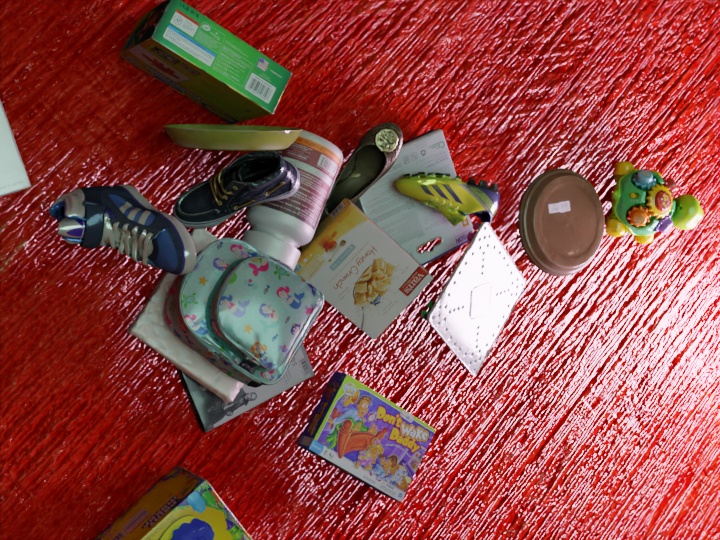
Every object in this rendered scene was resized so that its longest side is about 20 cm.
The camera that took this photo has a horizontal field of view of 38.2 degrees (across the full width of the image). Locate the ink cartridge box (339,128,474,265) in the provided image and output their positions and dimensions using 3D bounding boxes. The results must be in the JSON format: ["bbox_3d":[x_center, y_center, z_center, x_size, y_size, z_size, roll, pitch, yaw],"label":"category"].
[{"bbox_3d":[0.082,-0.110,1.737,0.196,0.043,0.200,-26,106,-27],"label":"ink cartridge box"}]

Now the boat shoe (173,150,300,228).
[{"bbox_3d":[-0.191,-0.123,1.506,0.200,0.091,0.071,-19,73,8],"label":"boat shoe"}]

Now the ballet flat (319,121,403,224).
[{"bbox_3d":[-0.006,-0.149,1.634,0.067,0.046,0.200,42,101,-9],"label":"ballet flat"}]

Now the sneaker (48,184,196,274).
[{"bbox_3d":[-0.336,-0.046,1.418,0.146,0.200,0.081,-17,137,-43],"label":"sneaker"}]

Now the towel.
[{"bbox_3d":[-0.219,0.064,1.551,0.191,0.032,0.200,36,67,-15],"label":"towel"}]

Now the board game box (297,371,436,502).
[{"bbox_3d":[0.012,0.272,1.697,0.200,0.045,0.135,34,74,-25],"label":"board game box"}]

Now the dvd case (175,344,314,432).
[{"bbox_3d":[-0.181,0.137,1.599,0.200,0.025,0.151,-26,102,-27],"label":"dvd case"}]

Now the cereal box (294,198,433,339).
[{"bbox_3d":[0.000,0.000,1.657,0.200,0.040,0.144,40,98,-25],"label":"cereal box"}]

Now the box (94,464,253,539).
[{"bbox_3d":[-0.264,0.426,1.500,0.200,0.122,0.193,-42,111,-22],"label":"box"}]

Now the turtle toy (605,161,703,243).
[{"bbox_3d":[0.557,-0.125,1.969,0.200,0.101,0.146,11,85,-29],"label":"turtle toy"}]

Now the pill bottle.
[{"bbox_3d":[-0.109,-0.106,1.590,0.109,0.110,0.200,27,77,-27],"label":"pill bottle"}]

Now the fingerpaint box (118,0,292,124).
[{"bbox_3d":[-0.223,-0.297,1.491,0.200,0.167,0.073,30,78,-25],"label":"fingerpaint box"}]

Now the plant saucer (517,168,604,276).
[{"bbox_3d":[0.376,-0.089,1.910,0.200,0.029,0.201,0,91,-28],"label":"plant saucer"}]

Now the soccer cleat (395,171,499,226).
[{"bbox_3d":[0.146,-0.116,1.716,0.200,0.065,0.084,6,95,-31],"label":"soccer cleat"}]

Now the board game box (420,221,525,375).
[{"bbox_3d":[0.195,0.049,1.769,0.200,0.026,0.200,-58,138,-16],"label":"board game box"}]

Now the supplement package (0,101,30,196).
[{"bbox_3d":[-0.538,-0.175,1.323,0.152,0.151,0.200,-22,101,-27],"label":"supplement package"}]

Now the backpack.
[{"bbox_3d":[-0.169,0.054,1.484,0.200,0.151,0.178,35,68,-10],"label":"backpack"}]

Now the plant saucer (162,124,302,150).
[{"bbox_3d":[-0.183,-0.192,1.499,0.200,0.200,0.031,-5,102,-29],"label":"plant saucer"}]
